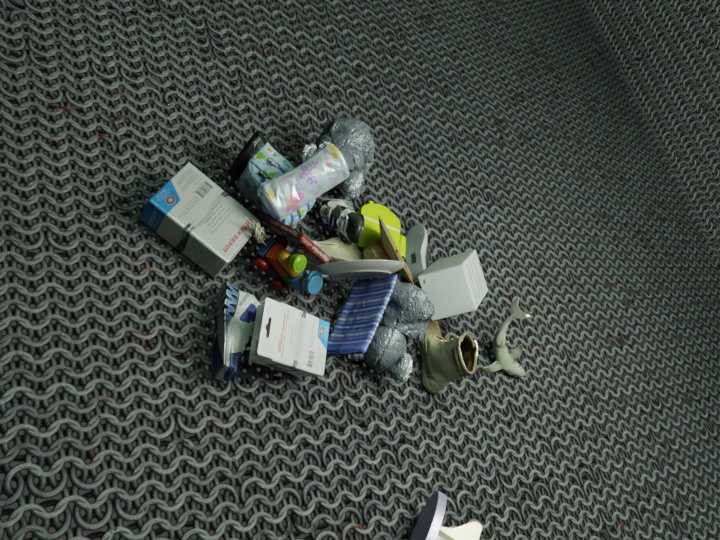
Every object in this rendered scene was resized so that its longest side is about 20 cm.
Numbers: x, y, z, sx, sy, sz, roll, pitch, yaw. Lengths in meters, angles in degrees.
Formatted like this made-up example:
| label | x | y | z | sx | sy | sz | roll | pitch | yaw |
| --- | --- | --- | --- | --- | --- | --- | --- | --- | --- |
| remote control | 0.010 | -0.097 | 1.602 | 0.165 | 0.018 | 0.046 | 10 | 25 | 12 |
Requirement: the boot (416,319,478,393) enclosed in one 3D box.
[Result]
| label | x | y | z | sx | sy | sz | roll | pitch | yaw |
| --- | --- | --- | --- | --- | --- | --- | --- | --- | --- |
| boot | 0.205 | 0.175 | 1.504 | 0.072 | 0.155 | 0.201 | 15 | 56 | -29 |

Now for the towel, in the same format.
| label | x | y | z | sx | sy | sz | roll | pitch | yaw |
| --- | --- | --- | --- | --- | --- | --- | --- | --- | --- |
| towel | -0.004 | 0.098 | 1.383 | 0.024 | 0.144 | 0.201 | 42 | 57 | -28 |

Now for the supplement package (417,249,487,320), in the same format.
| label | x | y | z | sx | sy | sz | roll | pitch | yaw |
| --- | --- | --- | --- | --- | --- | --- | --- | --- | --- |
| supplement package | 0.234 | 0.033 | 1.576 | 0.200 | 0.116 | 0.118 | -31 | 105 | -67 |

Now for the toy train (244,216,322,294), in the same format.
| label | x | y | z | sx | sy | sz | roll | pitch | yaw |
| --- | --- | --- | --- | --- | --- | --- | --- | --- | --- |
| toy train | -0.162 | -0.029 | 1.328 | 0.085 | 0.115 | 0.200 | -52 | 137 | -21 |

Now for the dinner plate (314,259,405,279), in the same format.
| label | x | y | z | sx | sy | sz | roll | pitch | yaw |
| --- | --- | --- | --- | --- | --- | --- | --- | --- | --- |
| dinner plate | 0.000 | 0.000 | 1.380 | 0.199 | 0.200 | 0.024 | 3 | 80 | -35 |

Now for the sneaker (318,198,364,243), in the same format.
| label | x | y | z | sx | sy | sz | roll | pitch | yaw |
| --- | --- | --- | --- | --- | --- | --- | --- | --- | --- |
| sneaker | -0.052 | -0.123 | 1.519 | 0.088 | 0.074 | 0.200 | 11 | 18 | -24 |

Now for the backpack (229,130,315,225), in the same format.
| label | x | y | z | sx | sy | sz | roll | pitch | yaw |
| --- | --- | --- | --- | --- | --- | --- | --- | --- | --- |
| backpack | -0.198 | -0.195 | 1.447 | 0.200 | 0.163 | 0.154 | 32 | 66 | -18 |

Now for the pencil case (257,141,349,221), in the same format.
| label | x | y | z | sx | sy | sz | roll | pitch | yaw |
| --- | --- | --- | --- | --- | --- | --- | --- | --- | --- |
| pencil case | -0.120 | -0.190 | 1.351 | 0.200 | 0.091 | 0.083 | -36 | 42 | -11 |

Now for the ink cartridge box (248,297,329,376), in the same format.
| label | x | y | z | sx | sy | sz | roll | pitch | yaw |
| --- | --- | --- | --- | --- | --- | --- | --- | --- | --- |
| ink cartridge box | -0.152 | 0.135 | 1.262 | 0.200 | 0.068 | 0.117 | 30 | 60 | -50 |

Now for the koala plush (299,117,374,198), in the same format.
| label | x | y | z | sx | sy | sz | roll | pitch | yaw |
| --- | --- | --- | --- | --- | --- | --- | --- | --- | --- |
| koala plush | -0.059 | -0.261 | 1.508 | 0.177 | 0.184 | 0.200 | 32 | 29 | -2 |

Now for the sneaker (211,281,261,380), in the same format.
| label | x | y | z | sx | sy | sz | roll | pitch | yaw |
| --- | --- | --- | --- | --- | --- | --- | --- | --- | --- |
| sneaker | -0.230 | 0.120 | 1.270 | 0.115 | 0.081 | 0.200 | 15 | 54 | -26 |

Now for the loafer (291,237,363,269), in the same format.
| label | x | y | z | sx | sy | sz | roll | pitch | yaw |
| --- | --- | --- | --- | --- | --- | --- | --- | --- | --- |
| loafer | -0.079 | -0.043 | 1.492 | 0.199 | 0.076 | 0.069 | 11 | 55 | -42 |

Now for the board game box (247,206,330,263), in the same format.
| label | x | y | z | sx | sy | sz | roll | pitch | yaw |
| --- | --- | --- | --- | --- | --- | --- | --- | --- | --- |
| board game box | -0.157 | -0.078 | 1.370 | 0.019 | 0.200 | 0.103 | -56 | 137 | -6 |

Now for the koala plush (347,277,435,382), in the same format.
| label | x | y | z | sx | sy | sz | roll | pitch | yaw |
| --- | --- | --- | --- | --- | --- | --- | --- | --- | --- |
| koala plush | 0.066 | 0.138 | 1.431 | 0.177 | 0.184 | 0.201 | 30 | 69 | -3 |

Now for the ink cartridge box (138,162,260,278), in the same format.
| label | x | y | z | sx | sy | sz | roll | pitch | yaw |
| --- | --- | --- | --- | --- | --- | --- | --- | --- | --- |
| ink cartridge box | -0.333 | -0.104 | 1.329 | 0.200 | 0.084 | 0.146 | 41 | 47 | -10 |

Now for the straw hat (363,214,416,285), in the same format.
| label | x | y | z | sx | sy | sz | roll | pitch | yaw |
| --- | --- | --- | --- | --- | --- | --- | --- | --- | --- |
| straw hat | 0.054 | -0.025 | 1.518 | 0.202 | 0.085 | 0.201 | 61 | 7 | -13 |

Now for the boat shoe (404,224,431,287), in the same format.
| label | x | y | z | sx | sy | sz | roll | pitch | yaw |
| --- | --- | --- | --- | --- | --- | --- | --- | --- | --- |
| boat shoe | 0.159 | -0.031 | 1.664 | 0.066 | 0.070 | 0.201 | 46 | 31 | -40 |

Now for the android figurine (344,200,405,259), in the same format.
| label | x | y | z | sx | sy | sz | roll | pitch | yaw |
| --- | --- | --- | --- | --- | --- | --- | --- | --- | --- |
| android figurine | 0.041 | -0.090 | 1.626 | 0.181 | 0.041 | 0.201 | 18 | 57 | -26 |

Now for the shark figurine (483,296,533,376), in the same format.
| label | x | y | z | sx | sy | sz | roll | pitch | yaw |
| --- | --- | --- | --- | --- | --- | --- | --- | --- | --- |
| shark figurine | 0.371 | 0.182 | 1.663 | 0.127 | 0.216 | 0.090 | -6 | 22 | -9 |

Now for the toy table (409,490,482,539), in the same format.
| label | x | y | z | sx | sy | sz | roll | pitch | yaw |
| --- | --- | --- | --- | --- | --- | --- | --- | --- | --- |
| toy table | 0.163 | 0.550 | 1.240 | 0.117 | 0.184 | 0.200 | 30 | 60 | 3 |
